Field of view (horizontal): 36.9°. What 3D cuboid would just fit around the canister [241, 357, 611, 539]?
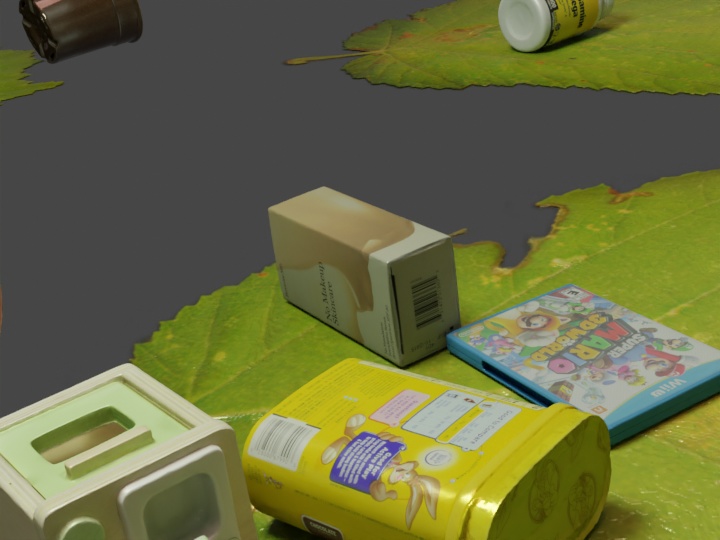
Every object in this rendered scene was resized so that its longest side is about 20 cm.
[{"bbox_3d":[0.040,0.129,0.704,0.200,0.087,0.148,11,30,39],"label":"canister"}]

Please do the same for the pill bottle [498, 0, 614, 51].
[{"bbox_3d":[0.346,-0.457,1.875,0.200,0.113,0.112,-25,29,-32],"label":"pill bottle"}]

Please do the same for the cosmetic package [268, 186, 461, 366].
[{"bbox_3d":[0.000,0.000,0.982,0.071,0.105,0.200,-22,26,-28],"label":"cosmetic package"}]

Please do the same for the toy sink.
[{"bbox_3d":[-0.146,0.152,0.677,0.130,0.112,0.200,-24,28,-31],"label":"toy sink"}]

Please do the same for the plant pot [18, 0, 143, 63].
[{"bbox_3d":[-0.603,-0.546,2.297,0.198,0.201,0.200,-32,32,-28],"label":"plant pot"}]

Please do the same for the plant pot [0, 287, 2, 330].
[{"bbox_3d":[-0.422,0.033,0.834,0.195,0.201,0.201,-13,19,29],"label":"plant pot"}]

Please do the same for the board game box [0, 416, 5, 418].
[{"bbox_3d":[-0.337,0.175,0.758,0.165,0.057,0.200,2,26,26],"label":"board game box"}]

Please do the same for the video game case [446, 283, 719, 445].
[{"bbox_3d":[0.184,0.069,0.875,0.143,0.018,0.200,-19,27,-25],"label":"video game case"}]
